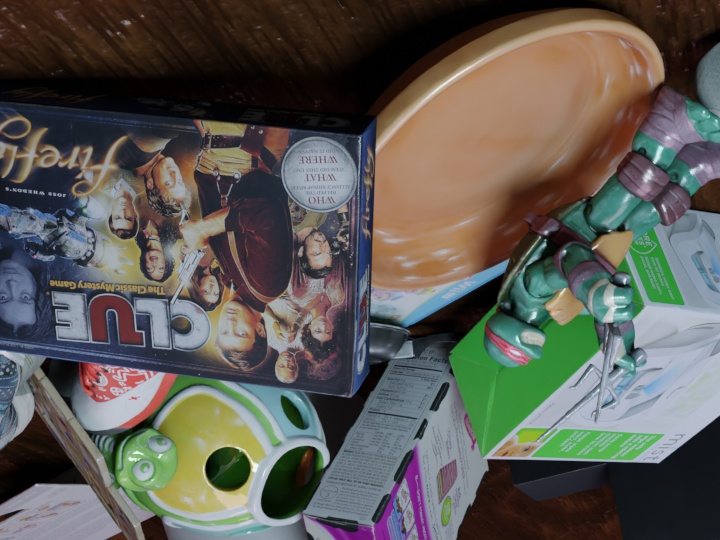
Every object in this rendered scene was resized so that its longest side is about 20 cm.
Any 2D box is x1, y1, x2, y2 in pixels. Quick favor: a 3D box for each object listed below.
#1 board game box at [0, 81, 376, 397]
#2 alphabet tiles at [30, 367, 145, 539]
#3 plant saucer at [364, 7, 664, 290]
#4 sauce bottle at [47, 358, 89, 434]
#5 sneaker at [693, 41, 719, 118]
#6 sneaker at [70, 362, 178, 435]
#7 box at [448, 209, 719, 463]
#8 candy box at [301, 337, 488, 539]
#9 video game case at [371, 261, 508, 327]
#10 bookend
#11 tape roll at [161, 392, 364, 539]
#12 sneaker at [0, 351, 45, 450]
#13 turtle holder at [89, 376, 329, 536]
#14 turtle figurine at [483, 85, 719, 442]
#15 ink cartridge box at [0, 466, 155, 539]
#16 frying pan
[{"bbox_3d":[-0.094,-0.016,0.748,0.199,0.136,0.035,6,-157,12],"label":"board game box"},{"bbox_3d":[-0.200,0.118,1.057,0.008,0.167,0.200,-34,165,-16],"label":"alphabet tiles"},{"bbox_3d":[0.067,-0.067,0.805,0.200,0.037,0.200,-24,151,-15],"label":"plant saucer"},{"bbox_3d":[-0.187,0.106,1.152,0.065,0.065,0.200,-10,156,2],"label":"sauce bottle"},{"bbox_3d":[0.274,-0.097,0.840,0.200,0.071,0.080,-5,160,-12],"label":"sneaker"},{"bbox_3d":[-0.150,0.037,0.920,0.108,0.067,0.201,12,145,-41],"label":"sneaker"},{"bbox_3d":[0.194,0.048,1.084,0.176,0.097,0.200,7,141,-32],"label":"box"},{"bbox_3d":[0.031,0.165,1.145,0.061,0.200,0.137,7,129,24],"label":"candy box"},{"bbox_3d":[0.000,0.000,1.016,0.200,0.018,0.143,6,153,-40],"label":"video game case"},{"bbox_3d":[0.219,0.173,1.288,0.198,0.200,0.092,-17,156,16],"label":"bookend"},{"bbox_3d":[-0.062,0.207,1.289,0.202,0.139,0.203,-19,155,-9],"label":"tape roll"},{"bbox_3d":[-0.251,0.083,0.939,0.078,0.086,0.200,31,151,-1],"label":"sneaker"},{"bbox_3d":[-0.103,0.117,1.081,0.132,0.141,0.186,25,162,33],"label":"turtle holder"},{"bbox_3d":[0.131,0.001,0.832,0.200,0.101,0.150,-53,167,5],"label":"turtle figurine"},{"bbox_3d":[-0.270,0.207,1.382,0.176,0.045,0.200,11,150,-42],"label":"ink cartridge box"},{"bbox_3d":[0.005,0.056,1.132,0.115,0.031,0.190,-8,166,44],"label":"frying pan"}]
